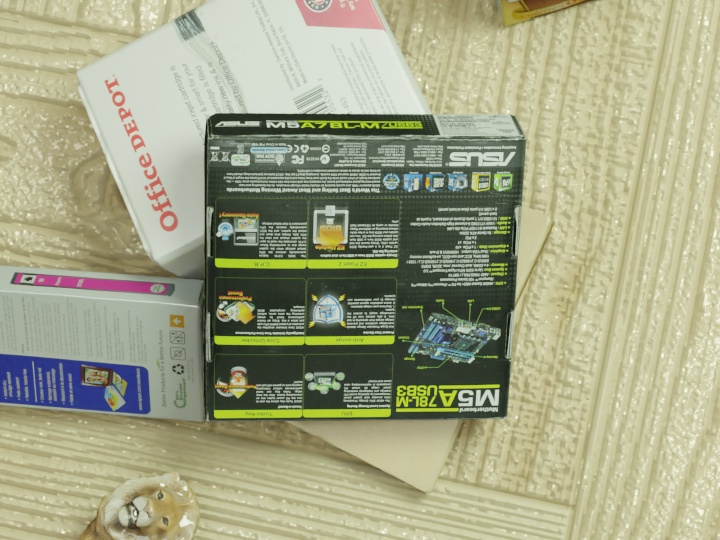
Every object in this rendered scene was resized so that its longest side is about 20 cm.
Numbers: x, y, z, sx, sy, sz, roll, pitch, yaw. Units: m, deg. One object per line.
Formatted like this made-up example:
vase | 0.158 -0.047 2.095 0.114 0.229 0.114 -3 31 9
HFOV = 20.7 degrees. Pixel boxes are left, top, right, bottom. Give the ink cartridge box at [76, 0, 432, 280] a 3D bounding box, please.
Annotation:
ink cartridge box | -0.065 -0.102 1.287 0.199 0.084 0.146 -27 74 6

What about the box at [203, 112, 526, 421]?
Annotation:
box | 0.000 0.000 1.232 0.198 0.048 0.195 -1 115 -5

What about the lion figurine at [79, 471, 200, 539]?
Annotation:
lion figurine | -0.148 0.238 1.287 0.121 0.072 0.202 -14 97 -10

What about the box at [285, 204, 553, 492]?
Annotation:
box | 0.017 0.022 1.313 0.162 0.021 0.201 25 86 6

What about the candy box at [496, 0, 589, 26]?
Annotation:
candy box | 0.135 -0.223 1.240 0.116 0.200 0.057 -17 80 3

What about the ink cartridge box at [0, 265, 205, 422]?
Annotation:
ink cartridge box | -0.198 0.047 1.296 0.198 0.037 0.095 3 124 3
